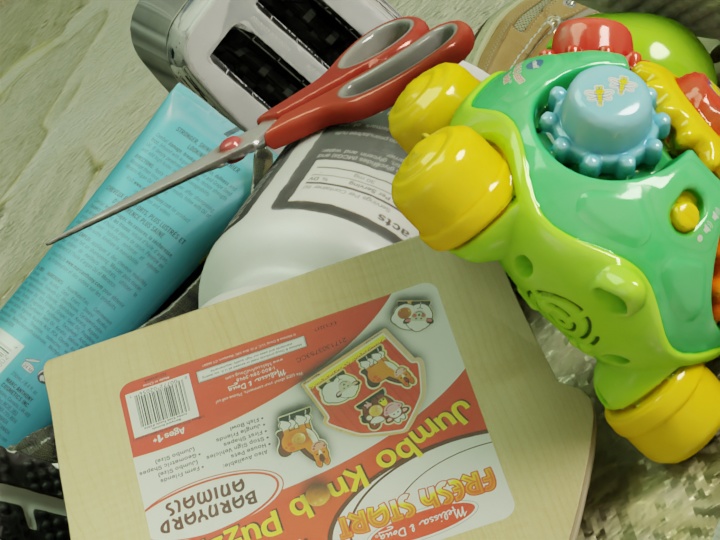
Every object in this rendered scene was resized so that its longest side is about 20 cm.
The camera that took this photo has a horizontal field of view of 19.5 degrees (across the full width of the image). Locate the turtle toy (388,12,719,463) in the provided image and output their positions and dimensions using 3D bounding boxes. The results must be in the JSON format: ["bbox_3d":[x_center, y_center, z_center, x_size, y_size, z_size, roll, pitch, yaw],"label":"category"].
[{"bbox_3d":[0.091,-0.034,0.751,0.101,0.146,0.200,-41,17,16],"label":"turtle toy"}]

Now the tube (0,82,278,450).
[{"bbox_3d":[-0.121,0.005,0.972,0.200,0.077,0.050,-50,-17,-10],"label":"tube"}]

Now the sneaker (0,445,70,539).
[{"bbox_3d":[-0.130,0.111,0.856,0.200,0.074,0.080,0,-20,-36],"label":"sneaker"}]

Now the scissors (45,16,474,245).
[{"bbox_3d":[-0.043,-0.056,0.893,0.200,0.014,0.073,-31,27,-9],"label":"scissors"}]

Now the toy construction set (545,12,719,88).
[{"bbox_3d":[0.142,-0.097,0.901,0.200,0.092,0.131,-13,47,63],"label":"toy construction set"}]

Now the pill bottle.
[{"bbox_3d":[0.000,0.000,0.898,0.116,0.116,0.200,-23,24,38],"label":"pill bottle"}]

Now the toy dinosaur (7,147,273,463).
[{"bbox_3d":[-0.076,0.046,0.951,0.200,0.088,0.047,-51,26,-11],"label":"toy dinosaur"}]

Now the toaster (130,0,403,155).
[{"bbox_3d":[-0.036,-0.111,1.099,0.114,0.200,0.129,-49,18,-1],"label":"toaster"}]

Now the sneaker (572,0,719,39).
[{"bbox_3d":[0.145,-0.133,0.791,0.200,0.078,0.079,17,73,21],"label":"sneaker"}]

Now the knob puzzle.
[{"bbox_3d":[-0.009,0.088,0.737,0.220,0.030,0.220,-7,52,9],"label":"knob puzzle"}]

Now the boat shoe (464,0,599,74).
[{"bbox_3d":[0.113,-0.115,1.046,0.076,0.072,0.200,-6,35,38],"label":"boat shoe"}]

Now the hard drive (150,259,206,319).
[{"bbox_3d":[-0.110,0.028,1.057,0.200,0.042,0.135,-36,-17,2],"label":"hard drive"}]

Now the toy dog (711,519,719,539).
[{"bbox_3d":[0.080,0.109,0.521,0.200,0.096,0.132,-32,19,16],"label":"toy dog"}]
